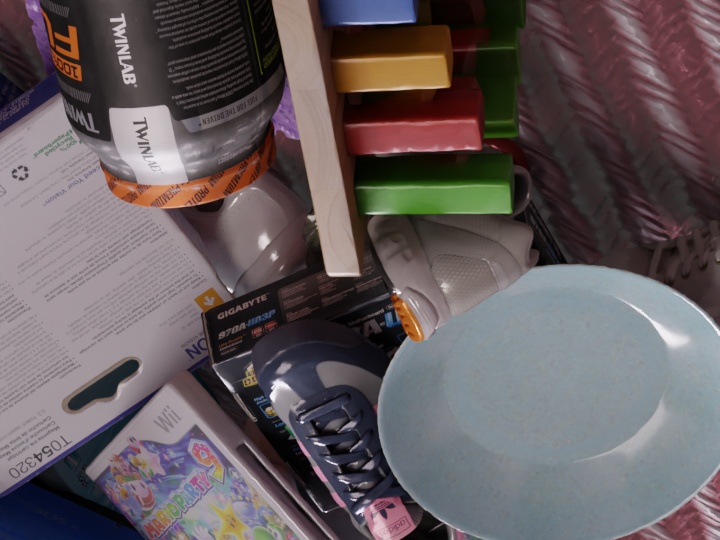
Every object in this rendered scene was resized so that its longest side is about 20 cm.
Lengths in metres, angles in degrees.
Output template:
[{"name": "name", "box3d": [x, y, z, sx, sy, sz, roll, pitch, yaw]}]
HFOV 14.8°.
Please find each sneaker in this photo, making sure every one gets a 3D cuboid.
[{"name": "sneaker", "box3d": [0.043, -0.045, 1.477, 0.092, 0.200, 0.076, -22, 133, 2]}, {"name": "sneaker", "box3d": [0.007, 0.104, 1.549, 0.070, 0.082, 0.200, -27, 136, 16]}, {"name": "sneaker", "box3d": [-0.092, -0.009, 1.706, 0.089, 0.075, 0.200, 48, 140, 0]}, {"name": "sneaker", "box3d": [0.207, -0.014, 1.507, 0.199, 0.073, 0.085, -6, 130, 21]}]

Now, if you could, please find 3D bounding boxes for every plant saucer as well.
[{"name": "plant saucer", "box3d": [0.108, 0.066, 1.516, 0.200, 0.039, 0.201, -1, 127, -2]}]

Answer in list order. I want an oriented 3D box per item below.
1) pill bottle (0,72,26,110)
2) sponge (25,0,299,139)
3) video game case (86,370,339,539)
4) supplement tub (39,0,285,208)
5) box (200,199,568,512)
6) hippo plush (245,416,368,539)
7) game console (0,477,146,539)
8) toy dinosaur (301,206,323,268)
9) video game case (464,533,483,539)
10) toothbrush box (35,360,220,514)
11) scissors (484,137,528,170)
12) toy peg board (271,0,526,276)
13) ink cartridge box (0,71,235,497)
[{"name": "pill bottle", "box3d": [-0.272, -0.087, 1.668, 0.200, 0.120, 0.120, 38, 142, -15]}, {"name": "sponge", "box3d": [-0.095, -0.132, 1.581, 0.199, 0.030, 0.112, 11, 141, 21]}, {"name": "video game case", "box3d": [-0.067, 0.163, 1.627, 0.200, 0.018, 0.143, 48, 145, 2]}, {"name": "supplement tub", "box3d": [-0.108, -0.142, 1.466, 0.122, 0.123, 0.200, 5, 123, 27]}, {"name": "box", "box3d": [0.032, 0.047, 1.590, 0.200, 0.046, 0.159, -23, 136, 11]}, {"name": "hippo plush", "box3d": [-0.039, 0.146, 1.790, 0.200, 0.160, 0.161, 0, -178, -34]}, {"name": "game console", "box3d": [-0.217, 0.192, 1.732, 0.200, 0.171, 0.119, 23, 116, 5]}, {"name": "toy dinosaur", "box3d": [0.000, 0.000, 1.629, 0.047, 0.088, 0.200, 12, 142, 22]}, {"name": "video game case", "box3d": [0.069, 0.120, 1.788, 0.200, 0.018, 0.143, -18, 124, 44]}, {"name": "toothbrush box", "box3d": [-0.197, 0.075, 1.792, 0.085, 0.147, 0.200, -5, 133, 36]}, {"name": "scissors", "box3d": [0.092, -0.011, 1.625, 0.073, 0.014, 0.200, -4, 134, 32]}, {"name": "toy peg board", "box3d": [0.026, -0.136, 1.381, 0.098, 0.200, 0.199, -2, 137, 8]}, {"name": "ink cartridge box", "box3d": [-0.196, 0.011, 1.626, 0.196, 0.043, 0.200, -33, 123, 7]}]
